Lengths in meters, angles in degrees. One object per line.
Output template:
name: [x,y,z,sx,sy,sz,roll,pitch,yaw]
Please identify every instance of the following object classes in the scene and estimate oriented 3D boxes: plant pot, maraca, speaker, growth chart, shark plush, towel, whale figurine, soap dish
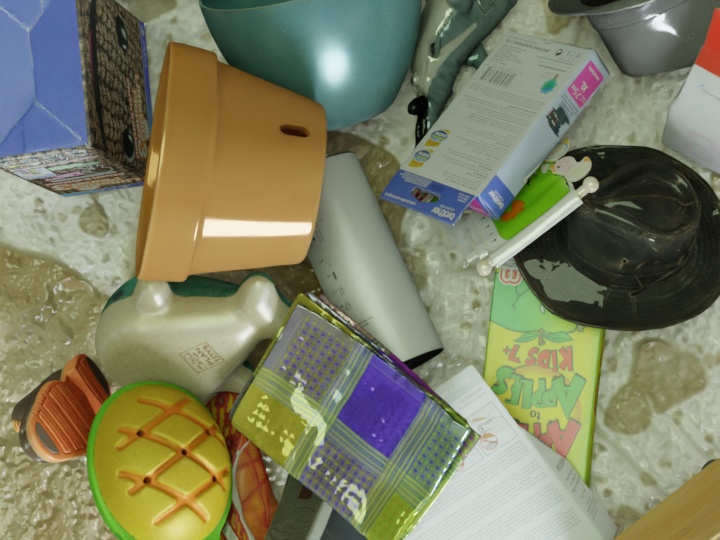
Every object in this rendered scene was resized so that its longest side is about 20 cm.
plant pot: [-0.031,-0.203,1.666,0.199,0.200,0.136,-11,111,10]
maraca: [-0.169,0.192,1.615,0.136,0.107,0.201,0,69,-28]
speaker: [0.000,0.000,1.677,0.081,0.081,0.201,-26,79,8]
growth chart: [0.119,-0.075,1.636,0.145,0.018,0.200,-43,35,1]
shark plush: [0.092,-0.197,1.686,0.083,0.091,0.201,20,78,-18]
towel: [-0.011,0.130,1.590,0.200,0.023,0.144,39,105,17]
whale figurine: [-0.141,0.043,1.671,0.199,0.159,0.104,-22,38,29]
soap dish: [0.268,0.249,1.563,0.200,0.157,0.081,-39,61,5]
plant pot: [-0.108,-0.084,1.580,0.139,0.200,0.202,7,85,-10]

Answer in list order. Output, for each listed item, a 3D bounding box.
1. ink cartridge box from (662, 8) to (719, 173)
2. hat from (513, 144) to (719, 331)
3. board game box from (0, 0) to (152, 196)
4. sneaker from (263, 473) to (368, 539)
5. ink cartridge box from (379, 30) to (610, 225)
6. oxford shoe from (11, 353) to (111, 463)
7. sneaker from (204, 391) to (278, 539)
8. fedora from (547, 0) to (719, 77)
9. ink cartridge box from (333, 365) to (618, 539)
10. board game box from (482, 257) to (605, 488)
ink cartridge box: [0.339,-0.121,1.550,0.162,0.200,0.057,30,80,12]
hat: [0.229,-0.043,1.599,0.199,0.081,0.202,2,65,-4]
board game box: [-0.263,-0.164,1.687,0.096,0.200,0.161,-7,83,10]
sneaker: [-0.013,0.214,1.670,0.075,0.106,0.201,1,54,46]
ink cartridge box: [0.116,-0.118,1.634,0.200,0.042,0.119,-50,36,-13]
oxford shoe: [-0.276,0.137,1.665,0.073,0.200,0.072,-32,97,10]
sneaker: [-0.109,0.207,1.690,0.073,0.077,0.201,-21,64,28]
fedora: [0.271,-0.230,1.623,0.199,0.177,0.091,-28,108,-5]
ink cartridge box: [0.100,0.196,1.611,0.162,0.057,0.200,-36,90,20]
board game box: [0.161,0.088,1.651,0.101,0.048,0.202,6,85,12]
